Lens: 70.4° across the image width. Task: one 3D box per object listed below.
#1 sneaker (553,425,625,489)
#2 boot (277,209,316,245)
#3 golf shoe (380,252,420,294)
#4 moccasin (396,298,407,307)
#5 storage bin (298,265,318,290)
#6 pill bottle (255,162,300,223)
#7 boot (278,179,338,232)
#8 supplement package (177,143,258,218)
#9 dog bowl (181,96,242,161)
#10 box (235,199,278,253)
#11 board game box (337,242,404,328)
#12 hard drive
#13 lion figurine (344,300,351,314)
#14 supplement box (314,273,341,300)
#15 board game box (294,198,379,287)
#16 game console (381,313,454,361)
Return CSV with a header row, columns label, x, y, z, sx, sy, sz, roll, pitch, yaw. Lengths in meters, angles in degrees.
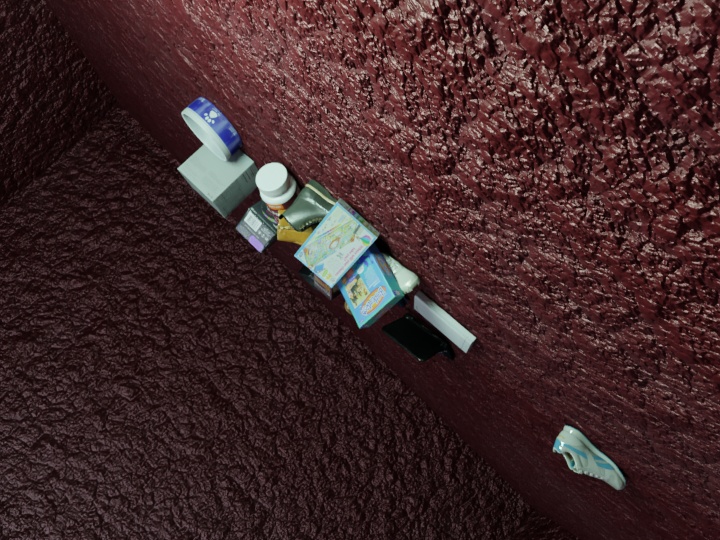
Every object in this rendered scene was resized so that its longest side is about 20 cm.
label,x,y,z,sx,sy,sz,roll,pitch,yaw
sneaker,0.586,0.495,1.314,0.200,0.081,0.077,41,167,8
boot,-0.177,-0.094,1.537,0.071,0.142,0.203,-101,6,-63
golf shoe,0.078,0.001,1.356,0.199,0.078,0.098,24,151,57
moccasin,0.062,0.061,1.630,0.199,0.068,0.081,38,168,26
storage bin,-0.145,-0.003,1.956,0.094,0.135,0.200,47,169,-16
pill bottle,-0.233,-0.224,1.532,0.114,0.114,0.200,38,168,25
boot,-0.105,-0.128,1.358,0.200,0.138,0.078,40,168,16
supplement package,-0.492,-0.339,1.816,0.191,0.200,0.147,41,169,14
dog bowl,-0.479,-0.456,1.654,0.200,0.079,0.200,42,169,10
box,-0.293,-0.170,1.686,0.122,0.200,0.106,44,128,-3
board game box,0.011,0.027,1.352,0.045,0.152,0.201,-1,-124,-48
hard drive,0.233,0.146,1.438,0.200,0.027,0.132,41,168,18
lion figurine,-0.014,0.078,1.717,0.121,0.203,0.072,10,-176,-17
supplement box,-0.072,-0.028,1.503,0.085,0.110,0.201,37,142,31
board game box,-0.063,-0.067,1.318,0.134,0.200,0.034,41,-152,-5
game console,0.193,0.245,1.709,0.199,0.116,0.176,36,166,38
